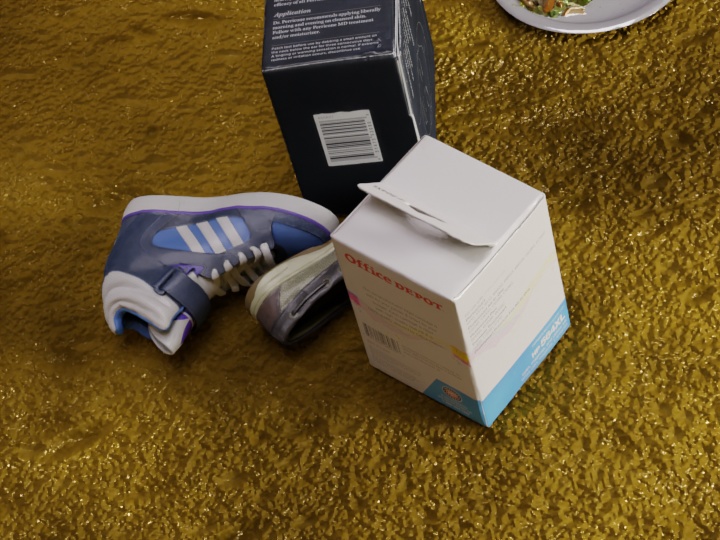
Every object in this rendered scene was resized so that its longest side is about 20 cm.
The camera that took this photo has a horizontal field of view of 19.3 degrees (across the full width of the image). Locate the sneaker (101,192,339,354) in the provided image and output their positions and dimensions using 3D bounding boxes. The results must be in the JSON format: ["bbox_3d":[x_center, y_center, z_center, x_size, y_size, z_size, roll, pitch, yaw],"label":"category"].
[{"bbox_3d":[-0.124,0.012,1.823,0.200,0.081,0.147,3,61,11],"label":"sneaker"}]

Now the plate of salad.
[{"bbox_3d":[0.216,-0.303,2.010,0.200,0.048,0.200,-7,50,8],"label":"plate of salad"}]

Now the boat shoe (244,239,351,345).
[{"bbox_3d":[0.000,0.000,1.809,0.200,0.073,0.065,-32,63,-9],"label":"boat shoe"}]

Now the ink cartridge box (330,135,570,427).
[{"bbox_3d":[0.074,0.001,1.699,0.128,0.200,0.125,28,63,30],"label":"ink cartridge box"}]

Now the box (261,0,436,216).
[{"bbox_3d":[-0.006,-0.186,1.867,0.124,0.200,0.197,-5,51,10],"label":"box"}]
